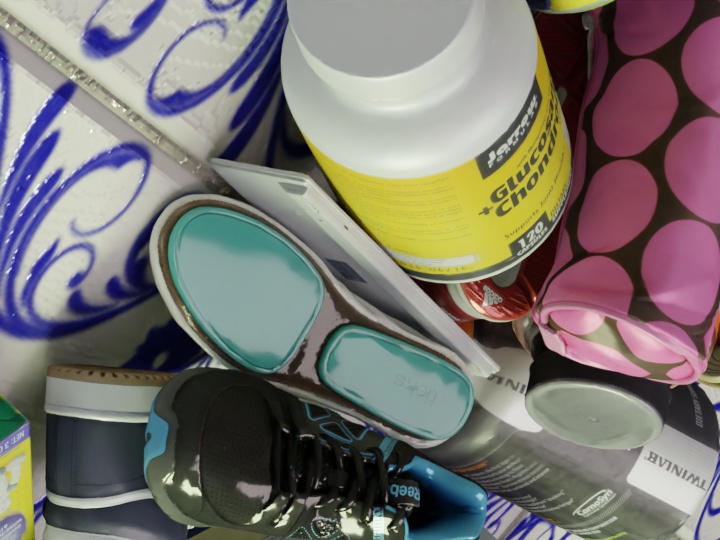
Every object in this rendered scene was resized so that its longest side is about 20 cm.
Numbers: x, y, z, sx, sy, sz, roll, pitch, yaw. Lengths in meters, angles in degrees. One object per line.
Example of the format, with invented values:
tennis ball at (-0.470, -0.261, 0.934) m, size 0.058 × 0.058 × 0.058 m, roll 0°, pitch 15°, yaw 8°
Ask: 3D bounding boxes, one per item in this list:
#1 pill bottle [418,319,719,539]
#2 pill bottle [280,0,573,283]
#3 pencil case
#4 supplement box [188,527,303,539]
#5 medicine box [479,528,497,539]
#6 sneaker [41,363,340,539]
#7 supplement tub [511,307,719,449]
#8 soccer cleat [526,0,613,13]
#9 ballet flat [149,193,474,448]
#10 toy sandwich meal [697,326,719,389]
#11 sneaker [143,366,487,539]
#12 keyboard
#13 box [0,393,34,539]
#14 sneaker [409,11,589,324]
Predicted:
pill bottle at (0.090, 0.071, 1.555) m, size 0.200 × 0.106 × 0.106 m, roll 28°, pitch 104°, yaw -34°
pill bottle at (0.028, -0.078, 1.279) m, size 0.112 × 0.112 × 0.200 m, roll -46°, pitch 157°, yaw -8°
pencil case at (0.134, -0.049, 1.378) m, size 0.091 × 0.094 × 0.200 m, roll 66°, pitch 33°, yaw -67°
supplement box at (-0.041, 0.250, 1.548) m, size 0.134 × 0.200 × 0.200 m, roll -24°, pitch 146°, yaw -45°
medicine box at (0.016, 0.271, 1.806) m, size 0.182 × 0.103 × 0.200 m, roll -36°, pitch 155°, yaw -28°
sneaker at (-0.082, 0.102, 1.363) m, size 0.200 × 0.070 × 0.109 m, roll 8°, pitch 86°, yaw -57°
supplement tub at (0.137, -0.012, 1.478) m, size 0.107 × 0.107 × 0.200 m, roll 82°, pitch 19°, yaw -61°
soccer cleat at (0.101, -0.148, 1.281) m, size 0.084 × 0.065 × 0.200 m, roll -14°, pitch 179°, yaw -12°
ballet flat at (-0.032, 0.024, 1.361) m, size 0.200 × 0.069 × 0.069 m, roll 33°, pitch 99°, yaw -33°
toy sandwich meal at (0.254, -0.020, 1.733) m, size 0.205 × 0.205 × 0.070 m, roll -46°, pitch 126°, yaw -7°
sneaker at (-0.019, 0.088, 1.320) m, size 0.200 × 0.082 × 0.073 m, roll 19°, pitch 75°, yaw -52°
keyboard at (0.000, 0.000, 1.356) m, size 0.011 × 0.056 × 0.200 m, roll -61°, pitch 142°, yaw -13°
box at (-0.201, 0.141, 1.294) m, size 0.117 × 0.048 × 0.200 m, roll -37°, pitch 156°, yaw -27°
sneaker at (0.059, -0.058, 1.447) m, size 0.115 × 0.078 × 0.200 m, roll -12°, pitch -139°, yaw 49°
